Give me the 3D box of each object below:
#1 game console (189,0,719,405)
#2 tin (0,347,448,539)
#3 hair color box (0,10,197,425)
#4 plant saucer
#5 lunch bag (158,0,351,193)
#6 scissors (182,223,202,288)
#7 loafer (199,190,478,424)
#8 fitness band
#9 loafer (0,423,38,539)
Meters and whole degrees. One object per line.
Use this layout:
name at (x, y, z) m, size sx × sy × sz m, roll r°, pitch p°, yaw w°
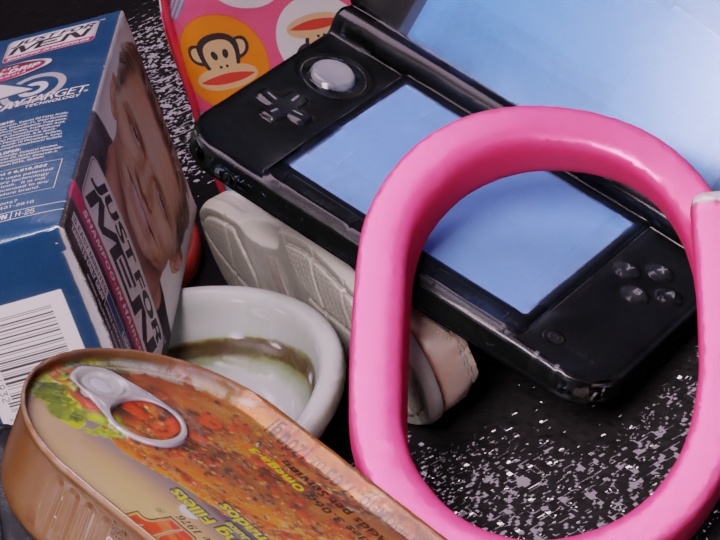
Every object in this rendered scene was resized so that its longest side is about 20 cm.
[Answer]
game console at (0.065, -0.071, 1.151) m, size 0.200 × 0.117 × 0.176 m, roll 32°, pitch 40°, yaw 19°
tin at (-0.036, 0.094, 0.986) m, size 0.200 × 0.042 × 0.112 m, roll 37°, pitch 24°, yaw 28°
hair color box at (-0.115, -0.015, 1.170) m, size 0.060 × 0.100 × 0.200 m, roll -14°, pitch 27°, yaw 10°
plant saucer at (-0.095, 0.078, 1.148) m, size 0.199 × 0.050 × 0.200 m, roll -16°, pitch 26°, yaw 8°
lunch bag at (0.015, -0.108, 1.286) m, size 0.199 × 0.177 × 0.082 m, roll -8°, pitch 28°, yaw 21°
scissors at (-0.107, -0.031, 1.412) m, size 0.073 × 0.014 × 0.200 m, roll -18°, pitch 25°, yaw 9°
loafer at (0.000, 0.000, 1.206) m, size 0.063 × 0.072 × 0.200 m, roll -28°, pitch 28°, yaw -17°
fitness band at (0.067, 0.027, 1.064) m, size 0.143 × 0.037 × 0.201 m, roll -1°, pitch 58°, yaw 6°
loafer at (-0.093, 0.128, 0.992) m, size 0.070 × 0.068 × 0.201 m, roll -20°, pitch 47°, yaw -2°
